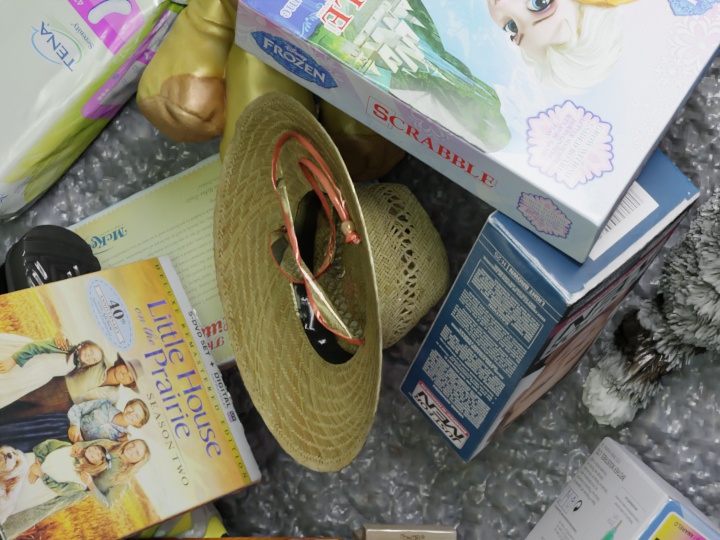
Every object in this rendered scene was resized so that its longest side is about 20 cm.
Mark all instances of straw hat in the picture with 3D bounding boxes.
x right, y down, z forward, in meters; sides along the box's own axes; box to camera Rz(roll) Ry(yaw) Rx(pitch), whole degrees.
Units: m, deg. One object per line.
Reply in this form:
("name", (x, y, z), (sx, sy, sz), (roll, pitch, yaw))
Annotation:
("straw hat", (0.000, 0.000, 1.007), (0.201, 0.084, 0.203), (34, 130, 53))

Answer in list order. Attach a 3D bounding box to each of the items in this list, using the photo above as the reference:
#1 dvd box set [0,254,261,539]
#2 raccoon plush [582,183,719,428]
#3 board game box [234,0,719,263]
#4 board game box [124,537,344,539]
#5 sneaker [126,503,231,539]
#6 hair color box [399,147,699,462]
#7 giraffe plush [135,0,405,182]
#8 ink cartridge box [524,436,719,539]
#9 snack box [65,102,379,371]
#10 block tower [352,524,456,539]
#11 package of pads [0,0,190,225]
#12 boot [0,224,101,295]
("dvd box set", (-0.150, 0.077, 1.044), (0.029, 0.199, 0.147), (-27, 83, 36))
("raccoon plush", (0.189, 0.018, 0.995), (0.096, 0.134, 0.201), (35, 102, 14))
("board game box", (0.075, -0.137, 0.920), (0.199, 0.041, 0.201), (32, 66, 8))
("board game box", (-0.094, 0.263, 1.029), (0.198, 0.200, 0.202), (1, 94, -8))
("sneaker", (-0.155, 0.211, 1.154), (0.076, 0.075, 0.200), (43, 105, 14))
("hair color box", (0.093, 0.014, 0.989), (0.100, 0.200, 0.061), (-37, 76, -26))
("giraffe plush", (-0.031, -0.162, 1.031), (0.171, 0.162, 0.202), (0, 73, -11))
("ink cartridge box", (0.109, 0.199, 1.004), (0.076, 0.136, 0.200), (39, 93, -10))
("snack box", (-0.077, -0.007, 1.141), (0.199, 0.037, 0.117), (-24, 83, 18))
("block tower", (0.023, 0.243, 1.093), (0.053, 0.058, 0.202), (1, 93, -9))
("package of pads", (-0.208, -0.143, 1.169), (0.200, 0.068, 0.155), (-44, 76, 16))
("boot", (-0.208, 0.094, 1.128), (0.157, 0.079, 0.213), (-35, 50, 33))
